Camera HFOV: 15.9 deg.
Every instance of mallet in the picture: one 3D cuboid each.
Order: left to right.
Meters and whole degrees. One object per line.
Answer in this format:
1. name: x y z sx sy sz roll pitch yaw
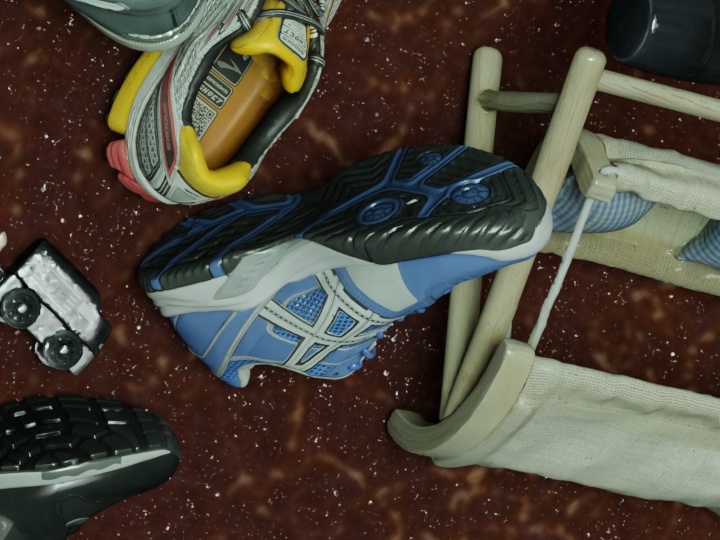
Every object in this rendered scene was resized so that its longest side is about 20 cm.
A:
1. mallet: 0.132 -0.156 1.166 0.066 0.200 0.041 15 130 -21

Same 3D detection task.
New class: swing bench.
1. swing bench: 0.142 0.014 1.202 0.198 0.130 0.201 12 90 -20

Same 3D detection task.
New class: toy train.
1. toy train: -0.184 -0.034 1.139 0.046 0.034 0.200 -47 107 -11

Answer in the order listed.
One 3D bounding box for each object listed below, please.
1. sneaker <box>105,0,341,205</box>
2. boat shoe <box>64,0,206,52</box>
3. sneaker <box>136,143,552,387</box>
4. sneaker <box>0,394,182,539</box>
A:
1. sneaker: -0.036 -0.116 1.152 0.078 0.082 0.201 27 86 -31
2. boat shoe: -0.153 -0.166 1.099 0.200 0.062 0.073 34 84 2
3. sneaker: 0.000 0.000 1.148 0.077 0.199 0.076 63 34 -25
4. sneaker: -0.175 0.118 1.147 0.199 0.076 0.088 -13 114 -13
